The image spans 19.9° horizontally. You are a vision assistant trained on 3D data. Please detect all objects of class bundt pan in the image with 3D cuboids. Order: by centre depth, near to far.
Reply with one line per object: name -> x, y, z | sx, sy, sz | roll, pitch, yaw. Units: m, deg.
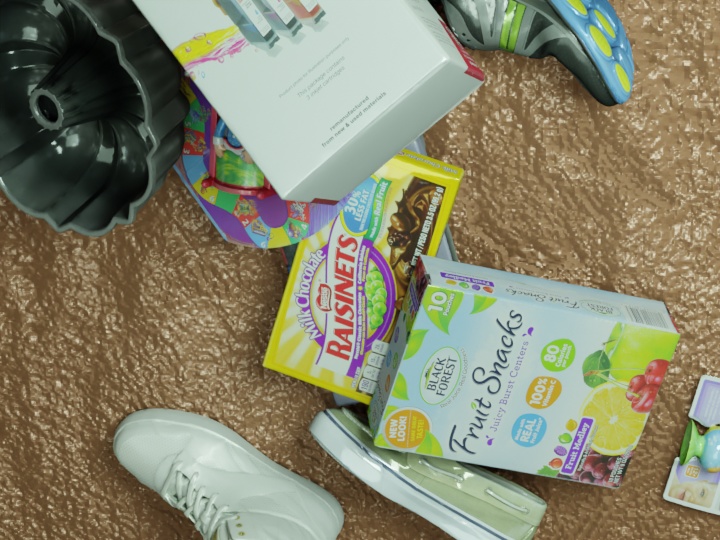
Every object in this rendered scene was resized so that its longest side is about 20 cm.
bundt pan -> -0.205, -0.131, 1.486 | 0.201, 0.076, 0.203 | 19, 126, 27

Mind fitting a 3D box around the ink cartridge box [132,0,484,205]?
ink cartridge box -> -0.040, -0.166, 1.360 | 0.144, 0.145, 0.201 | -38, 82, 11

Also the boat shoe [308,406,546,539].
boat shoe -> 0.053, 0.156, 1.599 | 0.199, 0.072, 0.062 | 32, 94, -9

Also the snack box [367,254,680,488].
snack box -> 0.120, 0.077, 1.519 | 0.198, 0.053, 0.143 | 11, 116, -14

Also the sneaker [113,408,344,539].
sneaker -> -0.115, 0.185, 1.611 | 0.199, 0.116, 0.074 | 24, 118, 2

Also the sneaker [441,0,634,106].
sneaker -> 0.108, -0.181, 1.426 | 0.199, 0.071, 0.083 | 36, 122, -1

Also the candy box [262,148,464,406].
candy box -> 0.000, 0.000, 1.519 | 0.101, 0.026, 0.201 | 20, 116, 6

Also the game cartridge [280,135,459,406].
game cartridge -> 0.011, 0.002, 1.550 | 0.128, 0.038, 0.202 | -13, 110, 12

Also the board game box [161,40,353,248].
board game box -> -0.092, -0.109, 1.482 | 0.158, 0.039, 0.201 | -39, 83, 31

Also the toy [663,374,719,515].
toy -> 0.338, 0.159, 1.544 | 0.198, 0.047, 0.116 | 15, 117, 5

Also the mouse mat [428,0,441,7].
mouse mat -> -0.006, -0.246, 1.457 | 0.199, 0.008, 0.162 | -28, 106, 20
